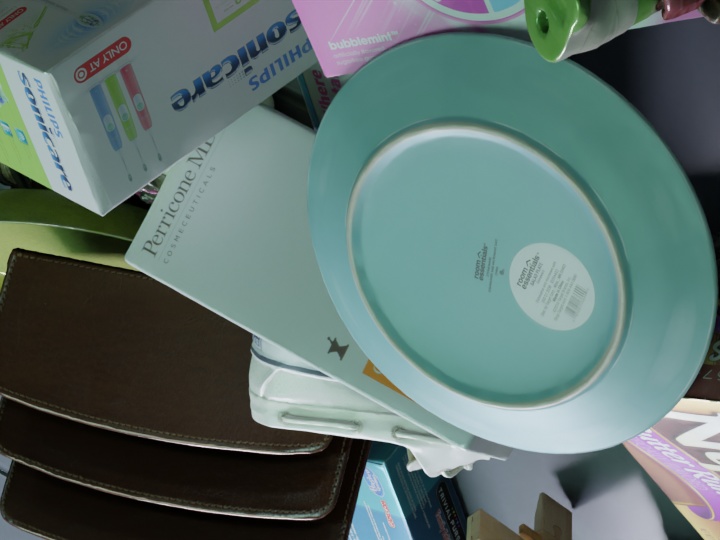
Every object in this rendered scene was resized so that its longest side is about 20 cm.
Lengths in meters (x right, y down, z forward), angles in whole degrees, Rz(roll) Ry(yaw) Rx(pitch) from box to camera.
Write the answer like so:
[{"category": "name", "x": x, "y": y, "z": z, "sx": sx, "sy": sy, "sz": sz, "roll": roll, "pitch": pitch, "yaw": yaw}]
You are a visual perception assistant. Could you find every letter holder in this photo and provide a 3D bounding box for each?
[{"category": "letter holder", "x": -0.102, "y": 0.085, "z": 1.422, "sx": 0.199, "sy": 0.143, "sz": 0.101, "roll": 10, "pitch": 163, "yaw": 13}]

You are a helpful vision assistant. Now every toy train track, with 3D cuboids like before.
[{"category": "toy train track", "x": 0.127, "y": 0.196, "z": 1.426, "sx": 0.200, "sy": 0.115, "sz": 0.033, "roll": 36, "pitch": 123, "yaw": -22}]

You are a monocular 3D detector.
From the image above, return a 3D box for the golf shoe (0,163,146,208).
[{"category": "golf shoe", "x": -0.178, "y": -0.103, "z": 1.434, "sx": 0.094, "sy": 0.078, "sz": 0.200, "roll": 7, "pitch": 143, "yaw": 37}]

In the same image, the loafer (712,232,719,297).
[{"category": "loafer", "x": 0.162, "y": 0.013, "z": 1.236, "sx": 0.072, "sy": 0.063, "sz": 0.200, "roll": 22, "pitch": 159, "yaw": -28}]

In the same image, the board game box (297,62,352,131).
[{"category": "board game box", "x": 0.021, "y": -0.118, "z": 1.244, "sx": 0.134, "sy": 0.034, "sz": 0.200, "roll": 13, "pitch": 136, "yaw": 36}]

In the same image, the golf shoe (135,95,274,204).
[{"category": "golf shoe", "x": -0.090, "y": -0.071, "z": 1.373, "sx": 0.200, "sy": 0.092, "sz": 0.073, "roll": 38, "pitch": 175, "yaw": 3}]

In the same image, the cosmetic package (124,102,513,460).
[{"category": "cosmetic package", "x": 0.000, "y": 0.000, "z": 1.256, "sx": 0.200, "sy": 0.102, "sz": 0.071, "roll": 27, "pitch": -178, "yaw": 21}]

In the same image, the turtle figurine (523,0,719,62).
[{"category": "turtle figurine", "x": 0.151, "y": -0.152, "z": 0.947, "sx": 0.200, "sy": 0.193, "sz": 0.144, "roll": -172, "pitch": 71, "yaw": -71}]

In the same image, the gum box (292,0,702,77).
[{"category": "gum box", "x": 0.060, "y": -0.157, "z": 1.094, "sx": 0.199, "sy": 0.066, "sz": 0.114, "roll": -7, "pitch": 125, "yaw": 29}]

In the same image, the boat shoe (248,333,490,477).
[{"category": "boat shoe", "x": 0.040, "y": 0.069, "z": 1.335, "sx": 0.199, "sy": 0.071, "sz": 0.070, "roll": 8, "pitch": 111, "yaw": -2}]

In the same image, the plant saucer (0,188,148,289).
[{"category": "plant saucer", "x": -0.163, "y": -0.006, "z": 1.482, "sx": 0.199, "sy": 0.031, "sz": 0.200, "roll": 6, "pitch": 161, "yaw": 2}]

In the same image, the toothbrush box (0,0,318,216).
[{"category": "toothbrush box", "x": -0.136, "y": -0.125, "z": 1.262, "sx": 0.200, "sy": 0.145, "sz": 0.086, "roll": 28, "pitch": 146, "yaw": 45}]

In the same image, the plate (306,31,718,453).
[{"category": "plate", "x": 0.057, "y": -0.005, "z": 1.128, "sx": 0.200, "sy": 0.026, "sz": 0.201, "roll": 15, "pitch": 122, "yaw": 26}]

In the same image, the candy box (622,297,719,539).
[{"category": "candy box", "x": 0.193, "y": 0.082, "z": 1.204, "sx": 0.116, "sy": 0.057, "sz": 0.200, "roll": 6, "pitch": 154, "yaw": 34}]

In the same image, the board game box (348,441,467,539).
[{"category": "board game box", "x": -0.030, "y": 0.134, "z": 1.558, "sx": 0.200, "sy": 0.047, "sz": 0.151, "roll": 12, "pitch": 136, "yaw": 38}]
